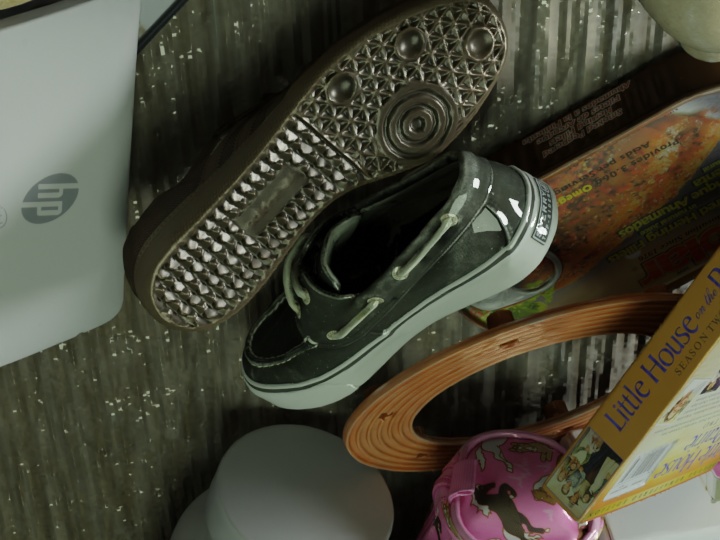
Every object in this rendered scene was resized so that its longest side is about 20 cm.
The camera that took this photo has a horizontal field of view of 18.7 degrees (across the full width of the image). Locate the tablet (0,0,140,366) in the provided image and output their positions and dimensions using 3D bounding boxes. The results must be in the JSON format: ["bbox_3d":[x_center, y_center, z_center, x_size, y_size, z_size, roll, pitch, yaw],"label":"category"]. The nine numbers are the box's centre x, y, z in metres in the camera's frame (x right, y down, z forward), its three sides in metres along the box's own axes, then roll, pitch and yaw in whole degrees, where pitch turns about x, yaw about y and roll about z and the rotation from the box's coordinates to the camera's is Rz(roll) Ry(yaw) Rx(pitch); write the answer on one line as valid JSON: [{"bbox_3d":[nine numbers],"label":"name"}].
[{"bbox_3d":[-0.155,-0.028,0.935,0.130,0.014,0.200,-21,144,-27],"label":"tablet"}]

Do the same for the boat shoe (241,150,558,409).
[{"bbox_3d":[0.000,0.000,1.003,0.064,0.071,0.200,24,138,-33],"label":"boat shoe"}]

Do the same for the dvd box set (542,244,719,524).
[{"bbox_3d":[0.181,0.027,1.026,0.146,0.029,0.200,-11,140,-54],"label":"dvd box set"}]

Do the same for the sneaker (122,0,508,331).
[{"bbox_3d":[-0.028,-0.061,0.958,0.200,0.076,0.070,-40,122,-1],"label":"sneaker"}]

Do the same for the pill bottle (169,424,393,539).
[{"bbox_3d":[-0.055,0.182,1.164,0.115,0.116,0.200,6,135,-18],"label":"pill bottle"}]

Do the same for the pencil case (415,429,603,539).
[{"bbox_3d":[0.065,0.160,1.164,0.086,0.083,0.200,-19,154,-23],"label":"pencil case"}]

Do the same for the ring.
[{"bbox_3d":[0.086,0.053,1.081,0.200,0.019,0.201,-15,158,-6],"label":"ring"}]

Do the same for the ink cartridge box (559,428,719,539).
[{"bbox_3d":[0.205,0.147,1.192,0.199,0.085,0.145,-7,137,-11],"label":"ink cartridge box"}]

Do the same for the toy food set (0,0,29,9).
[{"bbox_3d":[-0.165,-0.174,0.794,0.197,0.049,0.200,-11,128,9],"label":"toy food set"}]

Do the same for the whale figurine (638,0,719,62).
[{"bbox_3d":[0.180,-0.155,0.890,0.200,0.104,0.159,0,141,-48],"label":"whale figurine"}]

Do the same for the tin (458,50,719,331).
[{"bbox_3d":[0.129,-0.035,1.031,0.200,0.042,0.112,-28,130,18],"label":"tin"}]

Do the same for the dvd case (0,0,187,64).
[{"bbox_3d":[-0.150,-0.121,0.897,0.142,0.018,0.200,27,125,-33],"label":"dvd case"}]
